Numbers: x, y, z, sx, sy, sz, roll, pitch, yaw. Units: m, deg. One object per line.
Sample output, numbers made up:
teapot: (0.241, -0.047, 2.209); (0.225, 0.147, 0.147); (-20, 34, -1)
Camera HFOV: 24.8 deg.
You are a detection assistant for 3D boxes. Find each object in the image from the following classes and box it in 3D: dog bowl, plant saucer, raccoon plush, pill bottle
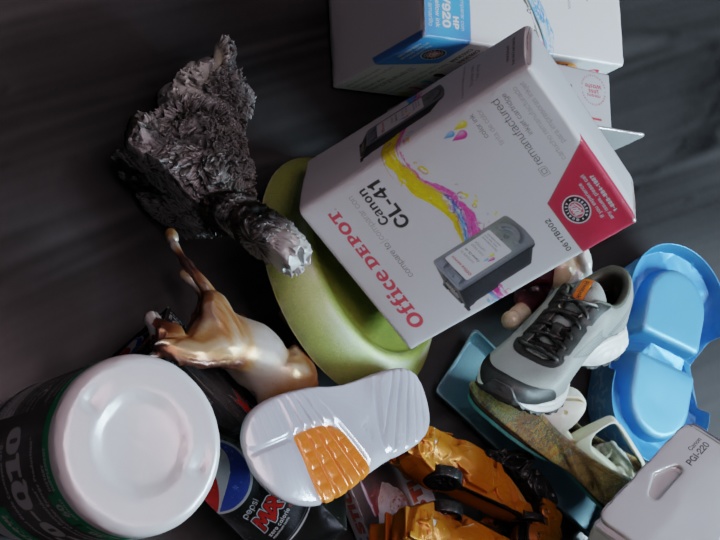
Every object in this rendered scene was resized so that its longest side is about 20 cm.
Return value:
dog bowl: (0.257, 0.076, 1.444); (0.111, 0.050, 0.201); (24, 67, -25)
plant saucer: (0.000, 0.000, 1.264); (0.200, 0.031, 0.201); (34, 44, -40)
raccoon plush: (-0.084, -0.082, 1.215); (0.200, 0.097, 0.134); (36, 63, 15)
plant saucer: (0.143, 0.140, 1.377); (0.200, 0.019, 0.070); (44, 60, -17)
pill bottle: (-0.183, 0.123, 1.069); (0.113, 0.200, 0.114); (8, 75, -30)

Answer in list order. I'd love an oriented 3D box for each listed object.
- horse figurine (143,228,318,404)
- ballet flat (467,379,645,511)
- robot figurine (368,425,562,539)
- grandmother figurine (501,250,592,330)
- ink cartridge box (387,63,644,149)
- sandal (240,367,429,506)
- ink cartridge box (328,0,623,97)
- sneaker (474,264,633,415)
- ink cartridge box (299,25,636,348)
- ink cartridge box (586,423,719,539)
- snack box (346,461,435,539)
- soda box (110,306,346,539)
horse figurine: (-0.083, 0.053, 1.185); (0.200, 0.050, 0.133); (40, 15, -38)
ballet flat: (0.174, 0.135, 1.344); (0.200, 0.071, 0.071); (40, 62, -21)
robot figurine: (0.091, 0.197, 1.282); (0.200, 0.058, 0.146); (33, 49, -39)
grandmother figurine: (0.125, -0.012, 1.355); (0.200, 0.060, 0.122); (9, 87, -48)
ink cartridge box: (0.121, -0.119, 1.313); (0.115, 0.200, 0.068); (6, 76, -31)
sandal: (-0.025, 0.120, 1.162); (0.206, 0.059, 0.079); (-11, 84, -54)
ink cartridge box: (0.094, -0.226, 1.352); (0.199, 0.147, 0.145); (4, 77, -31)
sneaker: (0.158, 0.052, 1.317); (0.074, 0.080, 0.200); (28, 35, 24)
ink cartridge box: (0.078, -0.057, 1.185); (0.148, 0.200, 0.086); (51, 20, -20)
ink cartridge box: (0.227, 0.238, 1.286); (0.085, 0.200, 0.146); (33, 48, 22)
snack box: (0.039, 0.222, 1.288); (0.072, 0.024, 0.201); (-23, 92, -37)
soda box: (-0.097, 0.126, 1.188); (0.063, 0.071, 0.200); (-40, 104, 12)
